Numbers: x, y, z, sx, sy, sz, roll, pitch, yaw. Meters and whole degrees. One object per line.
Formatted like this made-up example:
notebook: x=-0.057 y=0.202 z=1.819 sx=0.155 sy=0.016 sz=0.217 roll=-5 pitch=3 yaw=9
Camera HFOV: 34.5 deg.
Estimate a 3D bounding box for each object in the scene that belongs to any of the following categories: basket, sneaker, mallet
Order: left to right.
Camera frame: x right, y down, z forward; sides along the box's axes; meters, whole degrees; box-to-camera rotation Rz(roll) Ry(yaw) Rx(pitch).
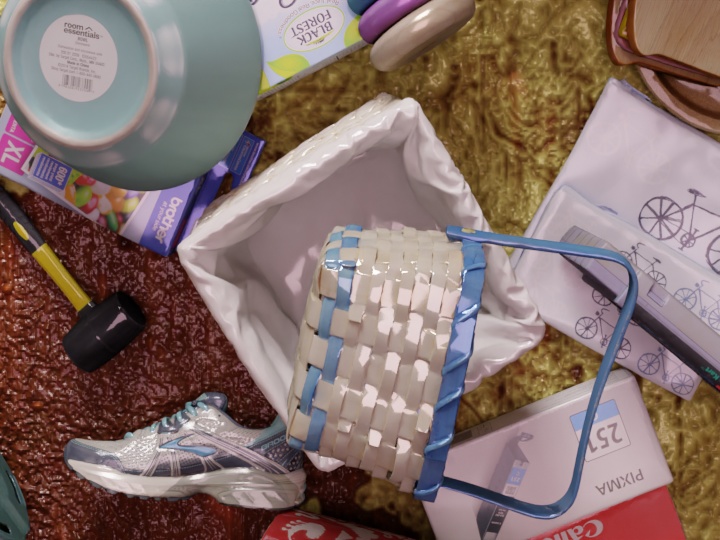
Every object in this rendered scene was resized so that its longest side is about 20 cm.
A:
mallet: x=-0.263 y=-0.005 z=0.941 sx=0.200 sy=0.041 sz=0.066 roll=44 pitch=99 yaw=0
sneaker: x=-0.140 y=0.141 z=0.945 sx=0.196 sy=0.078 sz=0.088 roll=6 pitch=86 yaw=-7
basket: x=0.000 y=0.000 z=0.862 sx=0.196 sy=0.161 sz=0.202 roll=-31 pitch=102 yaw=4
basket: x=0.059 y=0.054 z=0.724 sx=0.196 sy=0.139 sz=0.179 roll=15 pitch=104 yaw=2

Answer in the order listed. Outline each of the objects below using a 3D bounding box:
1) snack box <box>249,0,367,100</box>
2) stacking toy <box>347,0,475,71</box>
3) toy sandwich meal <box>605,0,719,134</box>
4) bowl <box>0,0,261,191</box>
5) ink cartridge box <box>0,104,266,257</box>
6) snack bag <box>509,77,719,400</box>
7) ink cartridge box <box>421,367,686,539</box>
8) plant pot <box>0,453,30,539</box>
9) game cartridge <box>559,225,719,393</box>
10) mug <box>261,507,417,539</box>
snack box: x=-0.057 y=-0.238 z=0.887 sx=0.197 sy=0.068 sz=0.171 roll=-25 pitch=96 yaw=5
stacking toy: x=-0.001 y=-0.247 z=0.818 sx=0.085 sy=0.085 sz=0.202 roll=-30 pitch=91 yaw=5
toy sandwich meal: x=0.291 y=-0.200 z=0.884 sx=0.201 sy=0.070 sz=0.209 roll=0 pitch=98 yaw=1
bowl: x=-0.178 y=-0.149 z=0.827 sx=0.197 sy=0.105 sz=0.205 roll=3 pitch=104 yaw=11
ink cartridge box: x=-0.187 y=-0.095 z=0.924 sx=0.197 sy=0.042 sz=0.121 roll=26 pitch=98 yaw=-4
snack bag: x=0.234 y=-0.024 z=0.934 sx=0.186 sy=0.021 sz=0.202 roll=29 pitch=97 yaw=-2
ink cartridge box: x=0.160 y=0.199 z=0.953 sx=0.197 sy=0.045 sz=0.179 roll=-22 pitch=96 yaw=4
plant pot: x=-0.377 y=0.204 z=0.898 sx=0.194 sy=0.200 sz=0.202 roll=-33 pitch=96 yaw=-2
game cartridge: x=0.236 y=0.045 z=0.867 sx=0.199 sy=0.130 sz=0.039 roll=39 pitch=100 yaw=-5
mug: x=0.017 y=0.285 z=0.910 sx=0.197 sy=0.133 sz=0.180 roll=14 pitch=120 yaw=20
